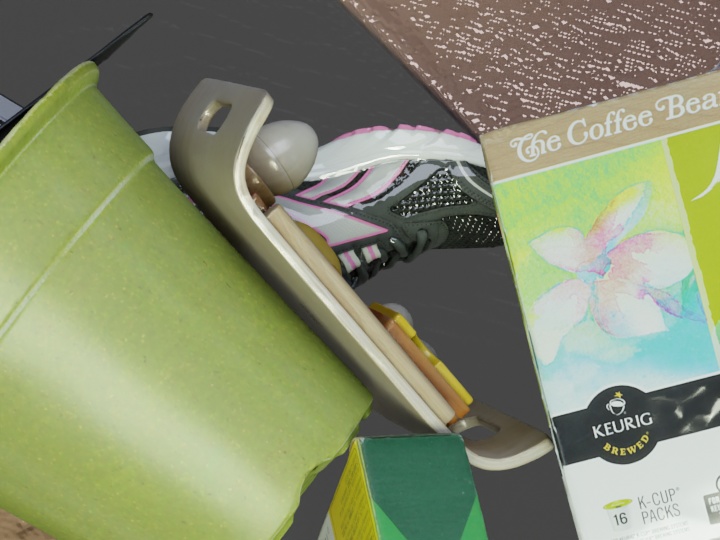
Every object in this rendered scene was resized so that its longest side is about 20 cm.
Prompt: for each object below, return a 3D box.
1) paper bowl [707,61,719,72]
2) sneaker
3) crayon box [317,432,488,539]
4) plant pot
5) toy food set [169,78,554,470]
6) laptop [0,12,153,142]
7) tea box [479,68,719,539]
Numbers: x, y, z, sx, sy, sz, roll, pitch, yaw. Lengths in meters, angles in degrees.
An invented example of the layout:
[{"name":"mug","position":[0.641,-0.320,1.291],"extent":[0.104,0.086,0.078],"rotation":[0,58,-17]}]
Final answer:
[{"name":"paper bowl","position":[0.254,-0.038,1.392],"extent":[0.200,0.104,0.201],"rotation":[25,45,-27]},{"name":"sneaker","position":[-0.019,-0.013,1.370],"extent":[0.199,0.080,0.087],"rotation":[-1,65,-6]},{"name":"crayon box","position":[0.026,0.185,1.183],"extent":[0.051,0.127,0.201],"rotation":[-1,54,-16]},{"name":"plant pot","position":[-0.102,0.046,1.234],"extent":[0.190,0.200,0.200],"rotation":[37,52,0]},{"name":"toy food set","position":[0.000,0.000,1.263],"extent":[0.060,0.143,0.200],"rotation":[-43,105,-7]},{"name":"laptop","position":[-0.228,-0.071,1.299],"extent":[0.200,0.116,0.187],"rotation":[30,50,24]},{"name":"tea box","position":[0.174,0.014,1.244],"extent":[0.199,0.134,0.198],"rotation":[-16,84,7]}]
